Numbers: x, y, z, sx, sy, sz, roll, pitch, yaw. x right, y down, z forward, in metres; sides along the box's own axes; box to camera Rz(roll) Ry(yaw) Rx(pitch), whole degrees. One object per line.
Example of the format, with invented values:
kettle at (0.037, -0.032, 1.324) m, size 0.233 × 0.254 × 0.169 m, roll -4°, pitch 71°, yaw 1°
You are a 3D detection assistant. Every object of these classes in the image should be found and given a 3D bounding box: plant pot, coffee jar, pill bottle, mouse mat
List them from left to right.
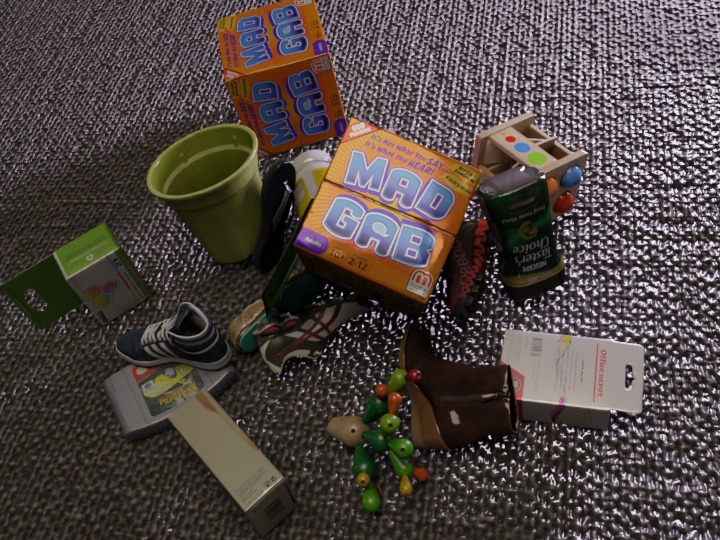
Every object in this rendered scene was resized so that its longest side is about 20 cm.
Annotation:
plant pot at (-0.242, -0.121, 1.374) m, size 0.199 × 0.185 × 0.201 m, roll -12°, pitch 41°, yaw 11°
mouse mat at (-0.109, -0.014, 1.190) m, size 0.007 × 0.200 × 0.162 m, roll 25°, pitch 76°, yaw 2°
pill bottle at (-0.062, -0.119, 1.392) m, size 0.110 × 0.112 × 0.201 m, roll -20°, pitch 53°, yaw -3°
coffee jar at (0.254, -0.053, 1.225) m, size 0.104 × 0.201 × 0.085 m, roll -22°, pitch 27°, yaw -4°

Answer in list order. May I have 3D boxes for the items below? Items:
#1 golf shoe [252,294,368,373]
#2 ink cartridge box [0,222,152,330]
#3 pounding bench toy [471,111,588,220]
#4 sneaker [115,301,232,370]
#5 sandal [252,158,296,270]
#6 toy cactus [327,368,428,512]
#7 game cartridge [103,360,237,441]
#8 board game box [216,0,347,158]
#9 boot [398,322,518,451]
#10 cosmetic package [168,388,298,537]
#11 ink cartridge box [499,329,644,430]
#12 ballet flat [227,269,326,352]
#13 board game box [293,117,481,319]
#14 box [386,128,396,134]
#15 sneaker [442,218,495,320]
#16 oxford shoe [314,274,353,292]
golf shoe at (-0.073, 0.096, 1.271) m, size 0.199 × 0.077 × 0.089 m, roll -19°, pitch 89°, yaw -18°
ink cartridge box at (-0.483, 0.034, 1.347) m, size 0.199 × 0.148 × 0.076 m, roll -34°, pitch 55°, yaw -12°
pounding bench toy at (0.254, -0.145, 1.308) m, size 0.199 × 0.125 × 0.156 m, roll -25°, pitch 52°, yaw -25°
sneaker at (-0.309, 0.100, 1.241) m, size 0.198 × 0.109 × 0.071 m, roll 4°, pitch 54°, yaw 14°
sandal at (-0.139, -0.094, 1.357) m, size 0.043 × 0.202 × 0.076 m, roll 23°, pitch 24°, yaw 28°
toy cactus at (0.023, 0.235, 1.123) m, size 0.164 × 0.102 × 0.202 m, roll 2°, pitch 84°, yaw 49°
game cartridge at (-0.306, 0.183, 1.270) m, size 0.199 × 0.041 × 0.133 m, roll -31°, pitch 58°, yaw -11°
board game box at (-0.152, -0.381, 1.547) m, size 0.198 × 0.200 × 0.201 m, roll -15°, pitch 52°, yaw 1°
boot at (0.144, 0.156, 1.138) m, size 0.165 × 0.072 × 0.202 m, roll -20°, pitch 62°, yaw 30°
cosmetic package at (-0.184, 0.275, 1.133) m, size 0.071 × 0.106 × 0.200 m, roll -38°, pitch 57°, yaw -18°
ink cartridge box at (0.303, 0.159, 1.136) m, size 0.198 × 0.068 × 0.117 m, roll 5°, pitch 56°, yaw 17°
ballet flat at (-0.144, 0.053, 1.313) m, size 0.200 × 0.071 × 0.065 m, roll -38°, pitch 41°, yaw -21°
board game box at (0.039, -0.068, 1.161) m, size 0.198 × 0.200 × 0.201 m, roll 23°, pitch 82°, yaw 5°
box at (0.046, -0.143, 1.396) m, size 0.102 × 0.095 × 0.201 m, roll -18°, pitch 52°, yaw -2°
sneaker at (0.162, -0.005, 1.285) m, size 0.097 × 0.071 × 0.201 m, roll 7°, pitch 54°, yaw 16°
oxford shoe at (0.000, 0.000, 1.309) m, size 0.198 × 0.084 × 0.073 m, roll 18°, pitch 100°, yaw 3°
